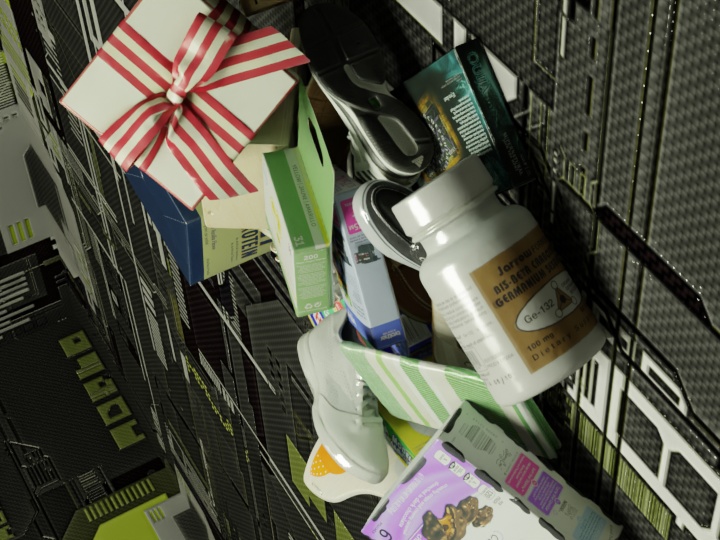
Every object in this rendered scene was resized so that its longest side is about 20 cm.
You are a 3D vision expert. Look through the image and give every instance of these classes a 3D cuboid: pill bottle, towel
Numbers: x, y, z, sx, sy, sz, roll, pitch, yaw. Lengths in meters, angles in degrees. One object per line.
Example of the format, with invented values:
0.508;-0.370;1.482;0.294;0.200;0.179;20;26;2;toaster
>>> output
0.116;0.006;1.263;0.201;0.114;0.114;58;161;-2;pill bottle
0.092;0.126;1.450;0.199;0.024;0.153;11;153;33;towel

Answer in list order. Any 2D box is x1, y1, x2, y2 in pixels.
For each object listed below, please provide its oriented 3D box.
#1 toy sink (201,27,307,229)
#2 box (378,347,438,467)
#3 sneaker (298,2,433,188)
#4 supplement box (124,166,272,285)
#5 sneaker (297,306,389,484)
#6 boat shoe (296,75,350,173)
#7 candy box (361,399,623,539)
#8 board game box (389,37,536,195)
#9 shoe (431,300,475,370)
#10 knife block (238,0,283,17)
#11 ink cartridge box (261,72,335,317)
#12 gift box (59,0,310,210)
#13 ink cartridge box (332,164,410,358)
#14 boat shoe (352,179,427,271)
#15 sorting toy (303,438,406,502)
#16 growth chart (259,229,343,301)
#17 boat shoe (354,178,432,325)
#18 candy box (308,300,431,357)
-0.122;-0.163;1.619;0.131;0.111;0.201;89;-176;-49;toy sink
0.092;0.172;1.565;0.200;0.117;0.049;48;155;41;box
-0.009;-0.156;1.421;0.201;0.075;0.115;59;158;13;sneaker
-0.165;-0.127;1.778;0.201;0.199;0.135;56;159;26;supplement box
-0.006;0.127;1.551;0.088;0.075;0.201;-42;53;28;sneaker
-0.039;-0.152;1.575;0.063;0.073;0.201;-100;18;-50;boat shoe
0.127;0.254;1.426;0.199;0.072;0.168;38;129;4;candy box
0.088;-0.126;1.357;0.136;0.028;0.200;67;161;-2;board game box
0.107;0.061;1.463;0.053;0.069;0.202;-136;30;-65;shoe
-0.106;-0.295;1.475;0.175;0.200;0.064;-13;103;41;knife block
-0.063;-0.073;1.456;0.201;0.048;0.146;89;166;-49;ink cartridge box
-0.154;-0.178;1.398;0.199;0.185;0.187;34;-169;-9;gift box
0.000;0.000;1.488;0.119;0.042;0.202;-136;26;-70;ink cartridge box
0.083;-0.019;1.360;0.200;0.070;0.066;43;152;-12;boat shoe
0.068;0.215;1.629;0.180;0.199;0.108;31;122;50;sorting toy
-0.044;-0.051;1.638;0.200;0.144;0.018;53;154;28;growth chart
0.041;-0.031;1.533;0.200;0.075;0.074;54;155;31;boat shoe
0.006;0.057;1.727;0.170;0.077;0.200;61;162;15;candy box
